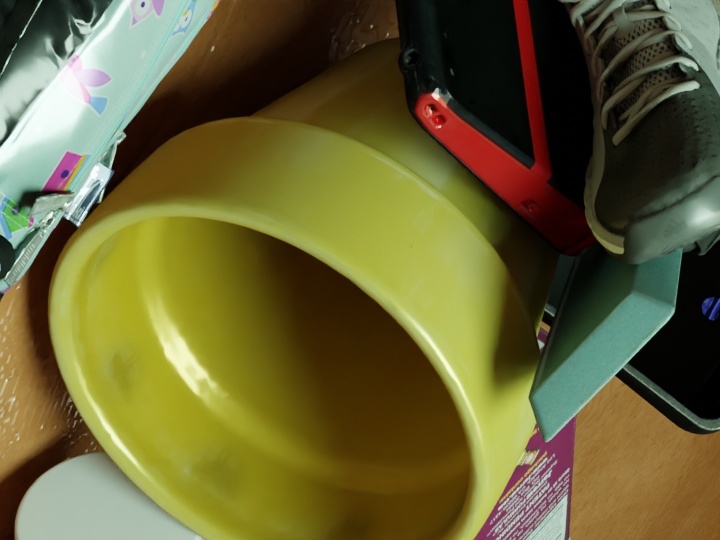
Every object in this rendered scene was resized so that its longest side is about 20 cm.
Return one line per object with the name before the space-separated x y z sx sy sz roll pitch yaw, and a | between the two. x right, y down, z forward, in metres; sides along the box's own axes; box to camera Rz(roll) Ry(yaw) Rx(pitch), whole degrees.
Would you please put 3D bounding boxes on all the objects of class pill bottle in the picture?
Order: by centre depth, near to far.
pill bottle | -0.118 0.180 0.936 0.112 0.112 0.200 -36 148 -34

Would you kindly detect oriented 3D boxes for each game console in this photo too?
game console | 0.052 -0.118 0.808 0.031 0.201 0.177 -19 153 26

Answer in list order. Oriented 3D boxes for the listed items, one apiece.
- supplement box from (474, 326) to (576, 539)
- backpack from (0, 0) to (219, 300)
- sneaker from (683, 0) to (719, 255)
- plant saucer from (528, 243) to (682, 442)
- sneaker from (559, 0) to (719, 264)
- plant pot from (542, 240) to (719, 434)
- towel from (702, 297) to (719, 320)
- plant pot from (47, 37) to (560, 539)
supplement box | 0.039 0.096 1.083 0.103 0.131 0.200 -42 152 -24
backpack | -0.123 -0.089 0.589 0.200 0.167 0.127 -54 174 -10
sneaker | 0.130 -0.098 0.982 0.111 0.200 0.077 -40 -167 -3
plant saucer | 0.102 0.006 0.803 0.070 0.019 0.200 -48 -178 20
sneaker | 0.100 -0.089 0.781 0.075 0.116 0.200 -27 -160 19
plant pot | 0.172 -0.025 1.112 0.200 0.200 0.177 -51 165 -9
towel | 0.240 -0.053 1.276 0.200 0.049 0.148 -62 -175 15
plant pot | 0.000 0.000 0.854 0.189 0.200 0.201 -53 159 -42
